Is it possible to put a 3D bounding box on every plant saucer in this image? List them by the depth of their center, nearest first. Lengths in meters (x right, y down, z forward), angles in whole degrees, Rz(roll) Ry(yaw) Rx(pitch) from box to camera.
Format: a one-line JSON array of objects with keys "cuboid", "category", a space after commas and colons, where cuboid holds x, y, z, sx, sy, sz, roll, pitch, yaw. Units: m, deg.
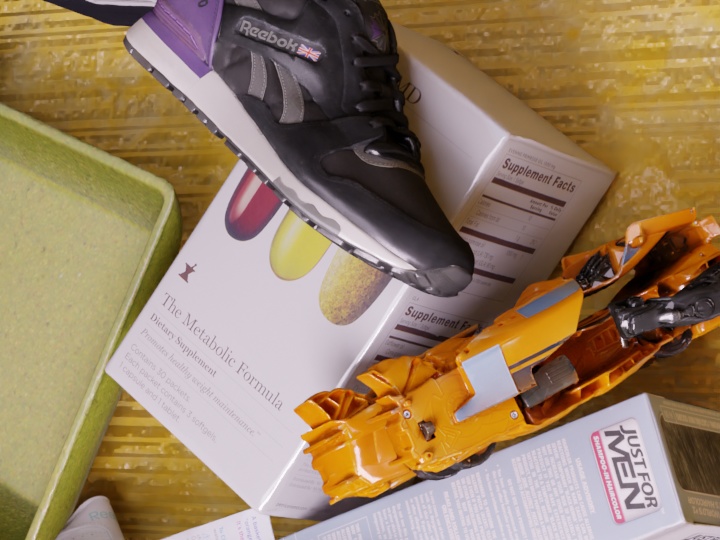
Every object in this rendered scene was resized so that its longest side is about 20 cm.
[{"cuboid": [-0.174, 0.028, 1.409, 0.199, 0.048, 0.201, 25, 93, 43], "category": "plant saucer"}]

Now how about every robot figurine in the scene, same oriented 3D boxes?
[{"cuboid": [0.077, 0.032, 1.191, 0.058, 0.199, 0.145, 63, 153, 1], "category": "robot figurine"}]

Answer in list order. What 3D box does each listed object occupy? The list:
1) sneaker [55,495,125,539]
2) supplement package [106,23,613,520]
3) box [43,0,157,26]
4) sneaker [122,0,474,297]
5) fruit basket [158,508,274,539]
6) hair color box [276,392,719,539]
[{"cuboid": [-0.194, 0.173, 1.415, 0.199, 0.075, 0.089, -23, 58, 22], "category": "sneaker"}, {"cuboid": [0.000, 0.000, 1.284, 0.114, 0.109, 0.201, 39, 102, 29], "category": "supplement package"}, {"cuboid": [-0.113, -0.230, 1.341, 0.123, 0.200, 0.200, 5, 86, 31], "category": "box"}, {"cuboid": [-0.013, -0.074, 1.189, 0.200, 0.076, 0.088, 43, 98, 28], "category": "sneaker"}, {"cuboid": [-0.108, 0.223, 1.289, 0.199, 0.094, 0.186, -19, 72, 11], "category": "fruit basket"}, {"cuboid": [0.067, 0.119, 1.242, 0.199, 0.099, 0.061, -23, 71, 26], "category": "hair color box"}]
